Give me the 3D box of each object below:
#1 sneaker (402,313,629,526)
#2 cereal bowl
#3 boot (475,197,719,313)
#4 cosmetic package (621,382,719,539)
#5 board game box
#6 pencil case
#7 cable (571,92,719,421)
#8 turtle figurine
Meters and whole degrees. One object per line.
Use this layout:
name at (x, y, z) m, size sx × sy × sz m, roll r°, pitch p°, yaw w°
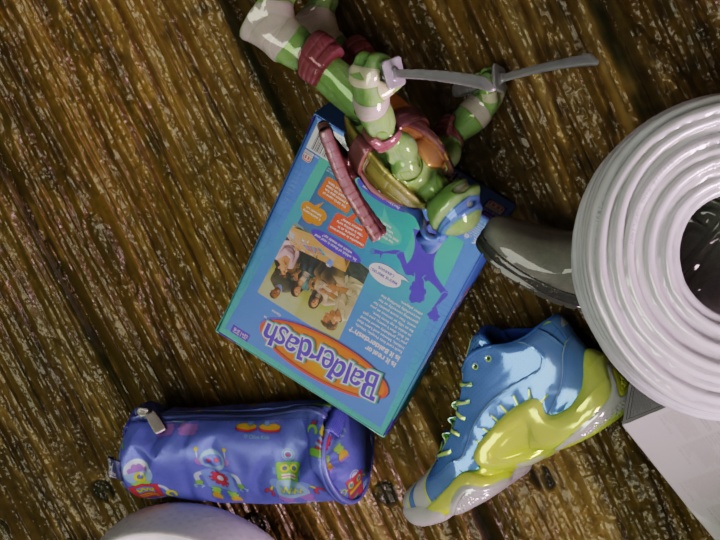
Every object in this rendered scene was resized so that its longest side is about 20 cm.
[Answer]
sneaker at (0.093, 0.100, 1.215) m, size 0.200 × 0.076 × 0.105 m, roll -35°, pitch 83°, yaw 24°
cereal bowl at (-0.121, 0.262, 1.358) m, size 0.200 × 0.083 × 0.200 m, roll 12°, pitch 125°, yaw 17°
boot at (0.186, -0.034, 1.108) m, size 0.200 × 0.068 × 0.131 m, roll 19°, pitch 115°, yaw -2°
cosmetic package at (0.265, 0.142, 1.133) m, size 0.082 × 0.051 × 0.200 m, roll -26°, pitch 115°, yaw 32°
board game box at (0.000, 0.000, 1.220) m, size 0.152 × 0.045 × 0.200 m, roll 32°, pitch 120°, yaw 8°
pencil case at (-0.091, 0.136, 1.299) m, size 0.200 × 0.078 × 0.087 m, roll -2°, pitch 134°, yaw 24°
cable at (0.230, -0.008, 1.029) m, size 0.200 × 0.069 × 0.200 m, roll -11°, pitch 90°, yaw 0°
turtle figurine at (0.033, -0.131, 1.094) m, size 0.194 × 0.144 × 0.200 m, roll 42°, pitch 143°, yaw 17°
